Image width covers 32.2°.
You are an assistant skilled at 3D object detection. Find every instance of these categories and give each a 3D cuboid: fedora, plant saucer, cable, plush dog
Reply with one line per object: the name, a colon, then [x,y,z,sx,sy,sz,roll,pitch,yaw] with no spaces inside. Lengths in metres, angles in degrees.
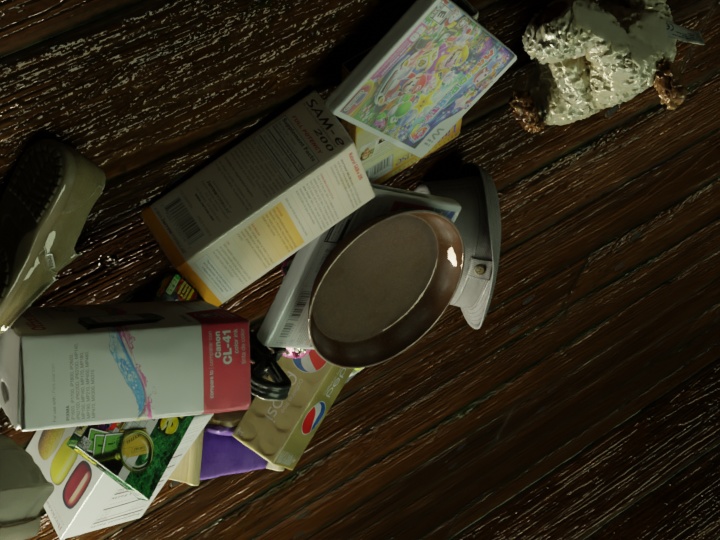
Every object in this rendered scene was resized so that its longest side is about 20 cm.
fedora: [0.097,-0.029,1.462,0.090,0.177,0.201,0,132,-13]
plant saucer: [0.022,0.015,1.332,0.199,0.034,0.201,-22,134,-25]
cable: [-0.109,0.103,1.322,0.097,0.200,0.051,17,105,-30]
plush dog: [0.243,-0.214,1.309,0.200,0.161,0.172,-40,-175,-32]

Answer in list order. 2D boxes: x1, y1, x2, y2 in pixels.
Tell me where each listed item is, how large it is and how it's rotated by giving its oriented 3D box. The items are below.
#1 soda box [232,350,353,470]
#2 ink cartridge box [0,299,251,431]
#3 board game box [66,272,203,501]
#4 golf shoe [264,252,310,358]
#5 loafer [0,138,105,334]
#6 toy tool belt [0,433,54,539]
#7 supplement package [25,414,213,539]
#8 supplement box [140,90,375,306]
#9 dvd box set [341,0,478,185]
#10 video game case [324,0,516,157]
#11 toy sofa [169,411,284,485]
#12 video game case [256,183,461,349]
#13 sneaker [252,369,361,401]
soda box: [-0.066,0.133,1.490,0.201,0.068,0.064,-58,156,-4]
ink cartridge box: [-0.211,0.078,1.098,0.199,0.147,0.086,-1,97,-25]
board game box: [-0.200,0.113,1.231,0.105,0.023,0.201,47,57,-37]
golf shoe: [-0.052,0.002,1.404,0.201,0.075,0.092,-62,-179,30]
loafer: [-0.266,-0.017,1.007,0.067,0.076,0.200,4,134,-50]
toy tool belt: [-0.412,0.248,1.240,0.200,0.125,0.123,-4,132,-53]
supplement package: [-0.263,0.178,1.336,0.109,0.114,0.200,-7,142,-46]
supplement box: [-0.093,-0.064,1.182,0.200,0.074,0.126,-35,158,-4]
dvd box set: [0.045,-0.168,1.248,0.146,0.029,0.200,-32,156,-17]
video game case: [0.062,-0.182,1.186,0.143,0.018,0.200,-46,156,14]
toy sofa: [-0.157,0.218,1.567,0.200,0.097,0.083,5,91,-60]
video game case: [0.000,0.000,1.344,0.182,0.023,0.201,7,118,-43]
sneaker: [-0.068,0.144,1.635,0.199,0.074,0.081,-19,155,-35]
